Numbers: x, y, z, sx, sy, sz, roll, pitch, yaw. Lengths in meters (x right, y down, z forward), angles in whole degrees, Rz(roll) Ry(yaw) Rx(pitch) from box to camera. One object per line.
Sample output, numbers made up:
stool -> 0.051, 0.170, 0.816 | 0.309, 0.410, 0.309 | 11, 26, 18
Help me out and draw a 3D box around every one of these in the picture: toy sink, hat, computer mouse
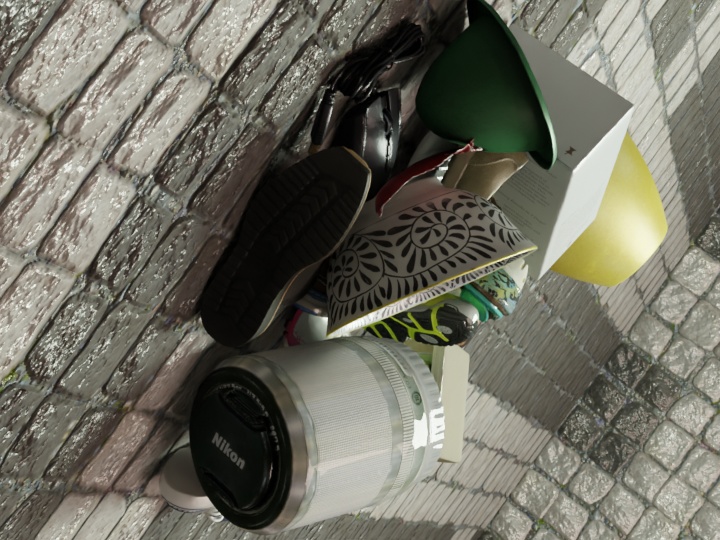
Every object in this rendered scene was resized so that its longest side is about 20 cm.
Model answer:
toy sink -> 0.050, 0.144, 1.937 | 0.200, 0.112, 0.131 | 35, 59, -77
hat -> 0.059, -0.130, 1.510 | 0.176, 0.166, 0.200 | -27, 167, -4
computer mouse -> -0.002, -0.104, 1.457 | 0.140, 0.046, 0.200 | -36, 157, -51

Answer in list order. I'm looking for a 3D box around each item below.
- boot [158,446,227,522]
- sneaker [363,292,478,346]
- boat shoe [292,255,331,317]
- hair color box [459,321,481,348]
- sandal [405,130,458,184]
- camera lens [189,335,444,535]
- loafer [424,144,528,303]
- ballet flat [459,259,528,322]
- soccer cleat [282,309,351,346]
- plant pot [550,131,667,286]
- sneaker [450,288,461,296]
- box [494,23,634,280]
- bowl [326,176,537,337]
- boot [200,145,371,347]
boot -> -0.140, 0.213, 1.671 | 0.200, 0.073, 0.091 | -24, 141, -62
sneaker -> 0.057, 0.029, 1.762 | 0.200, 0.075, 0.077 | 4, -117, 60
boat shoe -> 0.000, 0.000, 1.636 | 0.072, 0.072, 0.200 | -60, 163, 16
hair color box -> 0.102, 0.036, 2.026 | 0.102, 0.061, 0.200 | -54, 165, -3
sandal -> 0.058, -0.077, 1.693 | 0.082, 0.050, 0.203 | -23, 144, -32
camera lens -> -0.043, 0.146, 1.579 | 0.200, 0.160, 0.160 | -9, 136, -41
loafer -> 0.093, -0.047, 1.630 | 0.200, 0.067, 0.076 | -64, 171, 24
ballet flat -> 0.132, 0.008, 1.709 | 0.074, 0.074, 0.200 | -53, 180, -3
soccer cleat -> -0.022, 0.081, 1.716 | 0.070, 0.086, 0.200 | -50, 164, -15
plant pot -> 0.278, -0.065, 2.054 | 0.200, 0.142, 0.200 | -46, -172, 8
sneaker -> 0.150, -0.057, 1.875 | 0.200, 0.100, 0.075 | -45, 162, 16
box -> 0.163, -0.115, 1.720 | 0.106, 0.152, 0.200 | -44, 162, -27
bowl -> 0.045, -0.022, 1.512 | 0.200, 0.094, 0.201 | -22, 175, -2
boot -> -0.045, -0.034, 1.456 | 0.200, 0.077, 0.138 | -47, 173, 26
